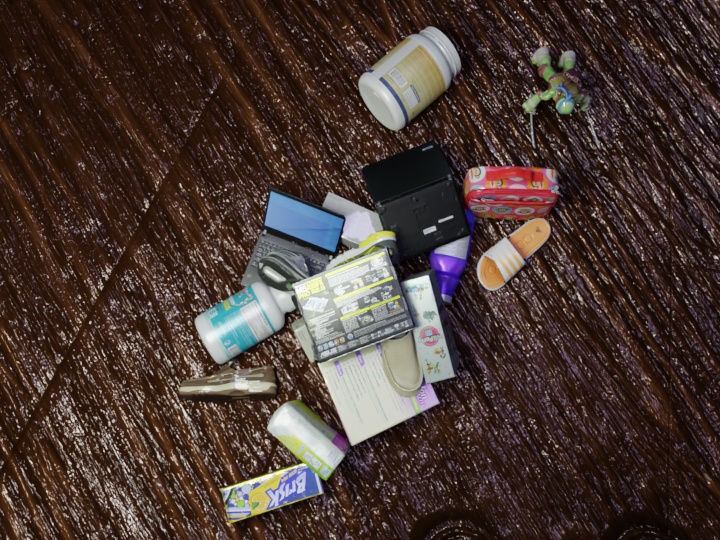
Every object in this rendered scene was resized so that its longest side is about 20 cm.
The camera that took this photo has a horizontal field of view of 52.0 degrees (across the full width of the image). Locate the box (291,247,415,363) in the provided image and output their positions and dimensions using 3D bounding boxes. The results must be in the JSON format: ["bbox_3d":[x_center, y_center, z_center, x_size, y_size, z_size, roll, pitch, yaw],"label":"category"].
[{"bbox_3d":[-0.013,0.066,1.402,0.197,0.044,0.163,-21,89,6],"label":"box"}]

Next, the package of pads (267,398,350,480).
[{"bbox_3d":[-0.099,0.322,1.440,0.154,0.200,0.069,40,85,6],"label":"package of pads"}]

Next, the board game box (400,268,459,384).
[{"bbox_3d":[0.141,0.107,1.478,0.063,0.147,0.204,-16,91,13],"label":"board game box"}]

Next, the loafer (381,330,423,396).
[{"bbox_3d":[0.073,0.147,1.448,0.074,0.068,0.204,-16,80,-5],"label":"loafer"}]

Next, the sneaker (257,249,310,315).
[{"bbox_3d":[-0.106,0.023,1.498,0.200,0.116,0.076,40,119,-2],"label":"sneaker"}]

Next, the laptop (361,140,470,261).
[{"bbox_3d":[0.116,-0.148,1.569,0.174,0.103,0.203,-20,102,0],"label":"laptop"}]

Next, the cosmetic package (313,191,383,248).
[{"bbox_3d":[0.004,-0.088,1.595,0.197,0.051,0.084,25,77,3],"label":"cosmetic package"}]

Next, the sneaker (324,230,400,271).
[{"bbox_3d":[0.000,0.000,1.509,0.199,0.074,0.086,-39,56,29],"label":"sneaker"}]

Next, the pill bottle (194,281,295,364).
[{"bbox_3d":[-0.232,0.098,1.523,0.198,0.111,0.112,-30,82,-8],"label":"pill bottle"}]

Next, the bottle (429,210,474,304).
[{"bbox_3d":[0.190,-0.030,1.585,0.082,0.065,0.204,11,79,4],"label":"bottle"}]

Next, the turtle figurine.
[{"bbox_3d":[0.437,-0.389,1.657,0.141,0.200,0.197,-13,54,23],"label":"turtle figurine"}]

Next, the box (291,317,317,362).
[{"bbox_3d":[-0.040,0.103,1.541,0.198,0.068,0.083,-31,102,-6],"label":"box"}]

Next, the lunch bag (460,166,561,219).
[{"bbox_3d":[0.316,-0.171,1.559,0.195,0.176,0.084,1,75,0],"label":"lunch bag"}]

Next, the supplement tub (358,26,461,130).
[{"bbox_3d":[0.109,-0.421,1.614,0.199,0.145,0.145,-40,83,-8],"label":"supplement tub"}]

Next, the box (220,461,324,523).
[{"bbox_3d":[-0.174,0.441,1.485,0.196,0.064,0.071,-17,80,-4],"label":"box"}]

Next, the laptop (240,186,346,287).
[{"bbox_3d":[-0.143,-0.040,1.556,0.174,0.103,0.203,21,79,2],"label":"laptop"}]

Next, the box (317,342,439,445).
[{"bbox_3d":[0.034,0.233,1.515,0.197,0.097,0.178,-24,81,-5],"label":"box"}]

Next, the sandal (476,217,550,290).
[{"bbox_3d":[0.334,-0.046,1.596,0.206,0.059,0.079,-43,83,-9],"label":"sandal"}]

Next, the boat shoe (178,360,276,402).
[{"bbox_3d":[-0.272,0.227,1.525,0.198,0.075,0.076,1,65,-8],"label":"boat shoe"}]
